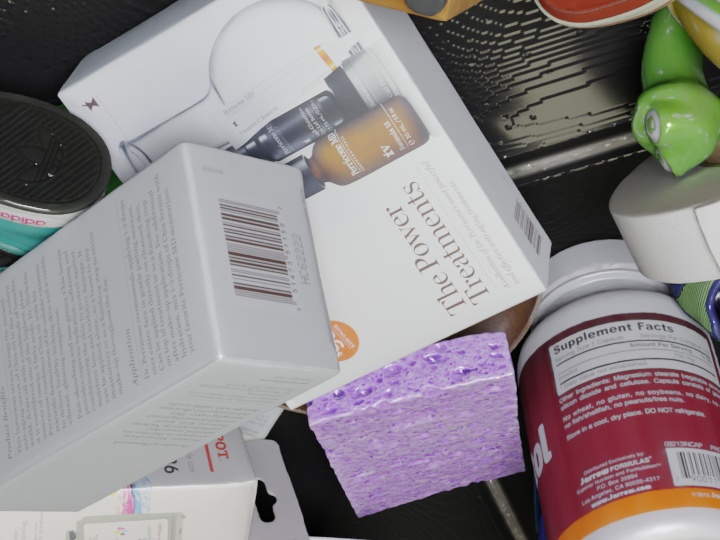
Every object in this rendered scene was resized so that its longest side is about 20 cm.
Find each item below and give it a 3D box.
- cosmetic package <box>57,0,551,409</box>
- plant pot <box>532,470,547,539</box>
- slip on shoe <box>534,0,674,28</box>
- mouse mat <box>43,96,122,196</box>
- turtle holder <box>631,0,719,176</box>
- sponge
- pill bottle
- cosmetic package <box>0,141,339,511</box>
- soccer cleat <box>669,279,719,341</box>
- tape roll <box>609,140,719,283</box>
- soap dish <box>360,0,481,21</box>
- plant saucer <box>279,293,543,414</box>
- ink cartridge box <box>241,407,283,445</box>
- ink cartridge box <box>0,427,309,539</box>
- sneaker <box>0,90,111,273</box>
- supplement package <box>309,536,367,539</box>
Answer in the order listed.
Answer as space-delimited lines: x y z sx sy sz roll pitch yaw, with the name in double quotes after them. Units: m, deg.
-0.023 -0.047 0.762 0.150 0.052 0.200 -26 113 23 "cosmetic package"
0.200 0.174 0.989 0.199 0.180 0.200 -7 148 2 "plant pot"
0.124 -0.157 0.617 0.061 0.074 0.200 -4 163 -33 "slip on shoe"
-0.054 -0.039 0.802 0.199 0.008 0.161 -17 115 15 "mouse mat"
0.183 -0.132 0.681 0.185 0.132 0.141 -23 138 18 "turtle holder"
0.036 0.092 0.914 0.111 0.030 0.200 -15 156 2 "sponge"
0.147 0.086 0.876 0.112 0.200 0.113 -4 140 -3 "pill bottle"
-0.107 0.033 0.729 0.071 0.102 0.200 10 150 -44 "cosmetic package"
0.253 -0.031 0.836 0.200 0.084 0.065 -34 131 16 "soccer cleat"
0.210 -0.057 0.734 0.202 0.203 0.037 -24 100 19 "tape roll"
-0.007 -0.193 0.594 0.157 0.081 0.200 15 135 1 "soap dish"
0.000 0.000 0.871 0.199 0.035 0.201 -3 130 -4 "plant saucer"
-0.119 0.056 0.942 0.162 0.057 0.200 21 112 -28 "ink cartridge box"
-0.127 0.106 0.873 0.199 0.117 0.068 0 122 -18 "ink cartridge box"
-0.219 -0.052 0.764 0.199 0.084 0.121 23 150 -3 "sneaker"
-0.099 0.250 1.023 0.191 0.148 0.200 6 164 -14 "supplement package"
